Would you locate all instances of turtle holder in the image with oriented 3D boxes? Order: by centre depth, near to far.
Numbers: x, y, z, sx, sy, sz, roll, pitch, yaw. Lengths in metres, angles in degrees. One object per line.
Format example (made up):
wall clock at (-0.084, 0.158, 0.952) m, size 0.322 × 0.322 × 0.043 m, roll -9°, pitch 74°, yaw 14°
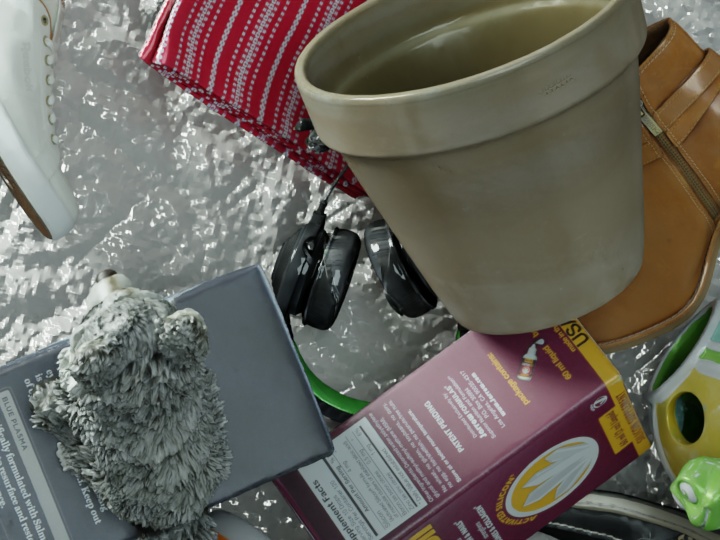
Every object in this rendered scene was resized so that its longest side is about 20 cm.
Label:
turtle holder at (0.234, 0.100, 1.646) m, size 0.132 × 0.141 × 0.186 m, roll 38°, pitch 63°, yaw -4°

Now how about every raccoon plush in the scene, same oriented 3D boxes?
raccoon plush at (-0.088, 0.093, 1.402) m, size 0.097 × 0.134 × 0.200 m, roll -38°, pitch 94°, yaw -15°

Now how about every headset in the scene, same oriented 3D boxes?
headset at (0.000, 0.000, 1.639) m, size 0.123 × 0.094 × 0.201 m, roll -7°, pitch 103°, yaw 10°

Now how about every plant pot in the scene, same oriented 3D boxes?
plant pot at (0.083, -0.066, 1.557) m, size 0.199 × 0.200 × 0.174 m, roll -26°, pitch 113°, yaw -14°

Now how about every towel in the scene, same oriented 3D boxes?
towel at (-0.029, -0.143, 1.642) m, size 0.200 × 0.022 × 0.145 m, roll 31°, pitch 83°, yaw -40°

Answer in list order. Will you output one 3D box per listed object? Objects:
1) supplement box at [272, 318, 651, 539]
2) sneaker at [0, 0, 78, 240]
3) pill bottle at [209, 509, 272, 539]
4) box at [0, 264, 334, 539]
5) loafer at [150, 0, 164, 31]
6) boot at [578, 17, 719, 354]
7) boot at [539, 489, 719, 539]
supplement box at (0.062, 0.113, 1.624) m, size 0.200 × 0.110 × 0.086 m, roll -36°, pitch 59°, yaw -3°
sneaker at (-0.198, -0.120, 1.623) m, size 0.084 × 0.073 × 0.201 m, roll -25°, pitch 91°, yaw -11°
pill bottle at (-0.103, 0.249, 1.604) m, size 0.113 × 0.113 × 0.200 m, roll 40°, pitch 78°, yaw -8°
box at (-0.142, 0.091, 1.562) m, size 0.199 × 0.197 × 0.118 m, roll -22°, pitch 91°, yaw -14°
loafer at (-0.045, -0.197, 1.675) m, size 0.071 × 0.073 × 0.200 m, roll 44°, pitch 80°, yaw -25°
boot at (0.167, -0.049, 1.659) m, size 0.200 × 0.077 × 0.155 m, roll -37°, pitch 119°, yaw 26°
boot at (0.172, 0.220, 1.697) m, size 0.199 × 0.073 × 0.151 m, roll 18°, pitch 83°, yaw -17°
